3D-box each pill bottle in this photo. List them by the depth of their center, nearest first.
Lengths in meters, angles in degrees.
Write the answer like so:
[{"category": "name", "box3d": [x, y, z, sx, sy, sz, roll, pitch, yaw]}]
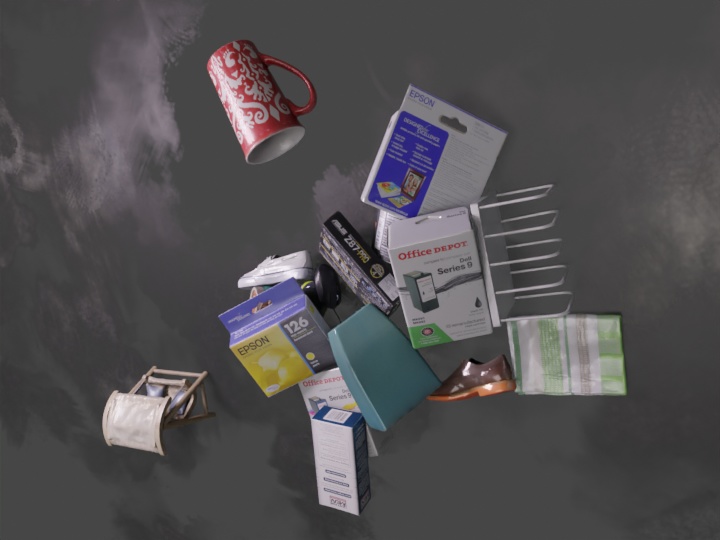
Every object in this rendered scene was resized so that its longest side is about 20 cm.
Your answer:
[{"category": "pill bottle", "box3d": [0.085, -0.121, 1.106, 0.104, 0.106, 0.205, 19, 112, 22]}]

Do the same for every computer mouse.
[{"category": "computer mouse", "box3d": [-0.044, 0.082, 1.254, 0.033, 0.059, 0.205, -10, 109, 30]}]

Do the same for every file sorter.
[{"category": "file sorter", "box3d": [0.274, -0.032, 1.011, 0.122, 0.138, 0.206, -9, 101, 27]}]

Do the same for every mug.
[{"category": "mug", "box3d": [-0.193, -0.341, 1.203, 0.203, 0.175, 0.133, 61, 158, 4]}]

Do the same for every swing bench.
[{"category": "swing bench", "box3d": [-0.500, 0.341, 1.501, 0.194, 0.199, 0.134, -1, 104, 28]}]

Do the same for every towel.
[{"category": "towel", "box3d": [0.363, 0.152, 1.078, 0.195, 0.031, 0.154, -4, 103, 29]}]

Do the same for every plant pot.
[{"category": "plant pot", "box3d": [0.030, 0.176, 1.167, 0.202, 0.140, 0.141, 56, 165, 1]}]

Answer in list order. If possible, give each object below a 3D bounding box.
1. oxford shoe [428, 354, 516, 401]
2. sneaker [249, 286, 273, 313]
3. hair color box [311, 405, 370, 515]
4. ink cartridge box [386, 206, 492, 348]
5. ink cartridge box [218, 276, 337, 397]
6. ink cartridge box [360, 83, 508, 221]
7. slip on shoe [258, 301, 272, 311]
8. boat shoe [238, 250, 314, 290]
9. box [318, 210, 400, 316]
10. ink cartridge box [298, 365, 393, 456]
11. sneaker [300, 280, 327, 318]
[{"category": "oxford shoe", "box3d": [0.203, 0.208, 1.168, 0.196, 0.071, 0.075, -18, 74, 35]}, {"category": "sneaker", "box3d": [-0.212, 0.108, 1.353, 0.202, 0.078, 0.073, 117, 143, -48]}, {"category": "hair color box", "box3d": [-0.039, 0.388, 1.248, 0.098, 0.060, 0.206, 5, 109, 27]}, {"category": "ink cartridge box", "box3d": [0.132, 0.014, 1.014, 0.142, 0.085, 0.204, -12, 119, 10]}, {"category": "ink cartridge box", "box3d": [-0.161, 0.140, 1.230, 0.194, 0.047, 0.202, -26, 116, 18]}, {"category": "ink cartridge box", "box3d": [0.122, -0.174, 1.016, 0.194, 0.043, 0.204, 21, 100, -16]}, {"category": "slip on shoe", "box3d": [-0.177, 0.113, 1.285, 0.075, 0.061, 0.204, 25, 116, 12]}, {"category": "boat shoe", "box3d": [-0.180, 0.000, 1.316, 0.195, 0.073, 0.069, -8, 76, 27]}, {"category": "box", "box3d": [0.000, 0.000, 1.165, 0.201, 0.049, 0.162, 49, 163, 9]}, {"category": "ink cartridge box", "box3d": [-0.033, 0.291, 1.300, 0.142, 0.087, 0.205, -14, 97, 31]}, {"category": "sneaker", "box3d": [-0.113, 0.116, 1.286, 0.072, 0.082, 0.204, 13, 117, -5]}]
